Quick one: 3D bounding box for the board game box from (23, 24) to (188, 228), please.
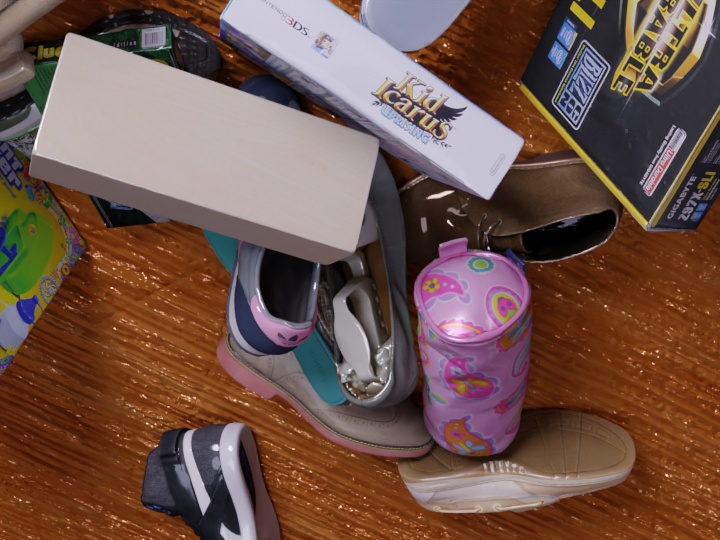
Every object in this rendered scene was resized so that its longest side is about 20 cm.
[{"bbox_3d":[-0.158,-0.094,0.770,0.103,0.024,0.201,-4,152,3],"label":"board game box"}]

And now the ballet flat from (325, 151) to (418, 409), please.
[{"bbox_3d":[0.000,0.000,0.790,0.067,0.063,0.203,-10,89,33],"label":"ballet flat"}]

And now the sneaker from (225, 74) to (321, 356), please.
[{"bbox_3d":[-0.052,-0.043,0.764,0.069,0.082,0.203,0,84,-28],"label":"sneaker"}]

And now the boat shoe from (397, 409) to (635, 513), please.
[{"bbox_3d":[0.133,0.169,0.930,0.197,0.074,0.070,-4,134,13],"label":"boat shoe"}]

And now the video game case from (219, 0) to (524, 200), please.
[{"bbox_3d":[-0.003,-0.119,0.691,0.180,0.200,0.046,32,94,-11],"label":"video game case"}]

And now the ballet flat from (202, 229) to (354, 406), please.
[{"bbox_3d":[-0.049,0.010,0.848,0.067,0.075,0.201,-26,102,44],"label":"ballet flat"}]

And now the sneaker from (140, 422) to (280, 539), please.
[{"bbox_3d":[-0.141,0.228,1.014,0.110,0.073,0.203,-2,114,15],"label":"sneaker"}]

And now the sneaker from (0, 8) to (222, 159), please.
[{"bbox_3d":[-0.188,-0.128,0.807,0.197,0.078,0.089,-10,152,14],"label":"sneaker"}]

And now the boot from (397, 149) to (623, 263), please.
[{"bbox_3d":[0.093,-0.036,0.799,0.197,0.076,0.074,-11,122,18],"label":"boot"}]

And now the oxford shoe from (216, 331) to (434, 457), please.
[{"bbox_3d":[-0.019,0.087,0.898,0.198,0.071,0.075,26,120,-8],"label":"oxford shoe"}]

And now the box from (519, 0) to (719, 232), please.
[{"bbox_3d":[0.190,-0.152,0.659,0.049,0.161,0.202,1,130,-31],"label":"box"}]

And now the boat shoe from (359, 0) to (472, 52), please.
[{"bbox_3d":[0.077,-0.212,0.693,0.202,0.086,0.075,-46,103,0],"label":"boat shoe"}]

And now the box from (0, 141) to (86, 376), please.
[{"bbox_3d":[-0.334,-0.028,0.805,0.121,0.194,0.201,-19,118,21],"label":"box"}]

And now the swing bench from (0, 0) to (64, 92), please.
[{"bbox_3d":[-0.239,-0.226,0.635,0.128,0.202,0.199,3,155,-40],"label":"swing bench"}]

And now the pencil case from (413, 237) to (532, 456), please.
[{"bbox_3d":[0.084,0.064,0.823,0.086,0.088,0.201,2,145,8],"label":"pencil case"}]

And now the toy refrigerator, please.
[{"bbox_3d":[-0.096,-0.069,0.676,0.197,0.077,0.070,16,168,-16],"label":"toy refrigerator"}]
